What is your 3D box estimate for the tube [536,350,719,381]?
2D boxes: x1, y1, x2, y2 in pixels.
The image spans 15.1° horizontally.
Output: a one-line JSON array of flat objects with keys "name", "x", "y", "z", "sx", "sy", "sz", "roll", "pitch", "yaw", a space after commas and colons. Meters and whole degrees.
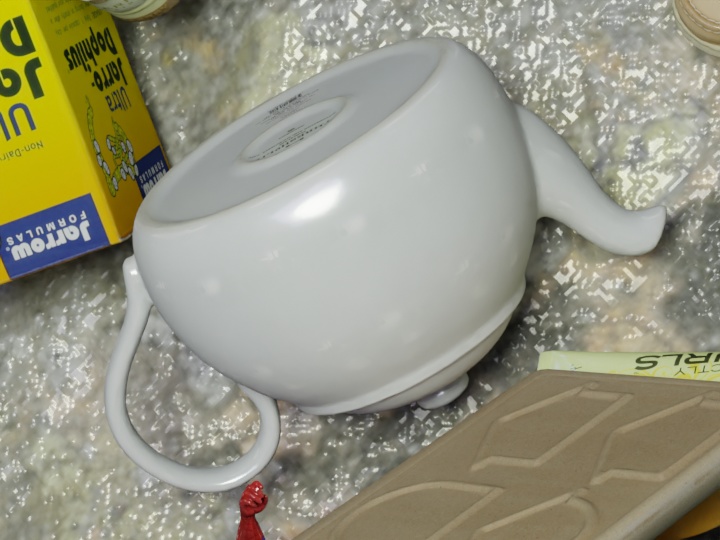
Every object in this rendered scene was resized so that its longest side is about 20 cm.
[{"name": "tube", "x": 0.168, "y": 0.063, "z": 1.200, "sx": 0.199, "sy": 0.058, "sz": 0.052, "roll": -2, "pitch": 97, "yaw": 21}]

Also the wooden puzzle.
[{"name": "wooden puzzle", "x": 0.075, "y": 0.099, "z": 1.109, "sx": 0.199, "sy": 0.185, "sz": 0.047, "roll": -5, "pitch": 112, "yaw": 52}]

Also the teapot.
[{"name": "teapot", "x": 0.000, "y": 0.000, "z": 1.222, "sx": 0.199, "sy": 0.197, "sz": 0.147, "roll": -11, "pitch": 114, "yaw": 45}]

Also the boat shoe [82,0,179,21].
[{"name": "boat shoe", "x": -0.126, "y": -0.218, "z": 1.272, "sx": 0.073, "sy": 0.063, "sz": 0.201, "roll": -20, "pitch": 78, "yaw": 25}]

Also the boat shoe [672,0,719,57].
[{"name": "boat shoe", "x": 0.206, "y": -0.186, "z": 1.210, "sx": 0.074, "sy": 0.069, "sz": 0.200, "roll": 38, "pitch": 90, "yaw": 21}]

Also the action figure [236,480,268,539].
[{"name": "action figure", "x": -0.049, "y": 0.135, "z": 1.180, "sx": 0.065, "sy": 0.199, "sz": 0.099, "roll": 40, "pitch": 118, "yaw": 25}]

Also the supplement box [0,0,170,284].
[{"name": "supplement box", "x": -0.181, "y": -0.100, "z": 1.286, "sx": 0.108, "sy": 0.110, "sz": 0.201, "roll": -19, "pitch": 99, "yaw": 15}]
